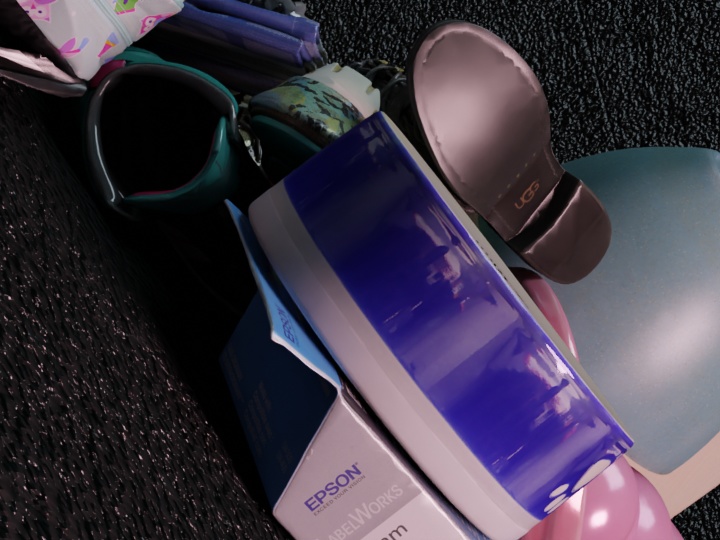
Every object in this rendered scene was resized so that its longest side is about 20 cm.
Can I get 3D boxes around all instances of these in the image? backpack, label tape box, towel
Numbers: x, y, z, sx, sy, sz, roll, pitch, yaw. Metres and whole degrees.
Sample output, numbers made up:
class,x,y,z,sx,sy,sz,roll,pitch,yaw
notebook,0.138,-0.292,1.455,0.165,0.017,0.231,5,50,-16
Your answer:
class,x,y,z,sx,sy,sz,roll,pitch,yaw
backpack,-0.159,-0.176,0.905,0.200,0.127,0.167,48,7,-41
label tape box,-0.012,0.079,0.914,0.200,0.066,0.143,48,7,-28
towel,-0.082,-0.130,1.103,0.147,0.024,0.200,18,-5,6

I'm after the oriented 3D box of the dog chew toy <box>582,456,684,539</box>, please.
class,x,y,z,sx,sy,sz,roll,pitch,yaw
dog chew toy,0.133,0.167,1.176,0.125,0.124,0.200,58,-7,38

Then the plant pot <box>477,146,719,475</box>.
class,x,y,z,sx,sy,sz,roll,pitch,yaw
plant pot,0.184,0.002,1.192,0.200,0.135,0.200,46,20,-22

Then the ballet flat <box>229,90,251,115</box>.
class,x,y,z,sx,sy,sz,roll,pitch,yaw
ballet flat,-0.111,-0.137,1.276,0.200,0.064,0.067,17,47,-66

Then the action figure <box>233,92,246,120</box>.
class,x,y,z,sx,sy,sz,roll,pitch,yaw
action figure,-0.085,-0.084,1.143,0.065,0.099,0.200,35,-14,48

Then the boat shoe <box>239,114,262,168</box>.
class,x,y,z,sx,sy,sz,roll,pitch,yaw
boat shoe,-0.081,-0.074,1.291,0.073,0.065,0.200,57,7,17

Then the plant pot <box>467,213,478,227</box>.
class,x,y,z,sx,sy,sz,roll,pitch,yaw
plant pot,0.067,0.032,1.342,0.200,0.200,0.198,50,15,-33

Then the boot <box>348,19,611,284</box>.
class,x,y,z,sx,sy,sz,roll,pitch,yaw
boot,0.041,-0.079,1.086,0.174,0.069,0.200,37,-13,49

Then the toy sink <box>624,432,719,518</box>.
class,x,y,z,sx,sy,sz,roll,pitch,yaw
toy sink,0.161,0.121,1.437,0.130,0.200,0.112,49,7,-34

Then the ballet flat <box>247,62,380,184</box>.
class,x,y,z,sx,sy,sz,roll,pitch,yaw
ballet flat,-0.020,-0.076,1.054,0.074,0.074,0.200,54,-9,3

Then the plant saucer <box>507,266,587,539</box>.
class,x,y,z,sx,sy,sz,roll,pitch,yaw
plant saucer,0.066,0.098,1.086,0.201,0.051,0.201,-179,-90,-75

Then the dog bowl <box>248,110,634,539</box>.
class,x,y,z,sx,sy,sz,roll,pitch,yaw
dog bowl,0.038,0.026,0.924,0.200,0.079,0.200,52,5,-7

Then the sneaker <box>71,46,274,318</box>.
class,x,y,z,sx,sy,sz,roll,pitch,yaw
sneaker,-0.072,-0.037,1.000,0.200,0.084,0.121,45,1,-5

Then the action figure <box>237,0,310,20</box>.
class,x,y,z,sx,sy,sz,roll,pitch,yaw
action figure,-0.064,-0.194,1.139,0.102,0.119,0.200,21,-11,-41
